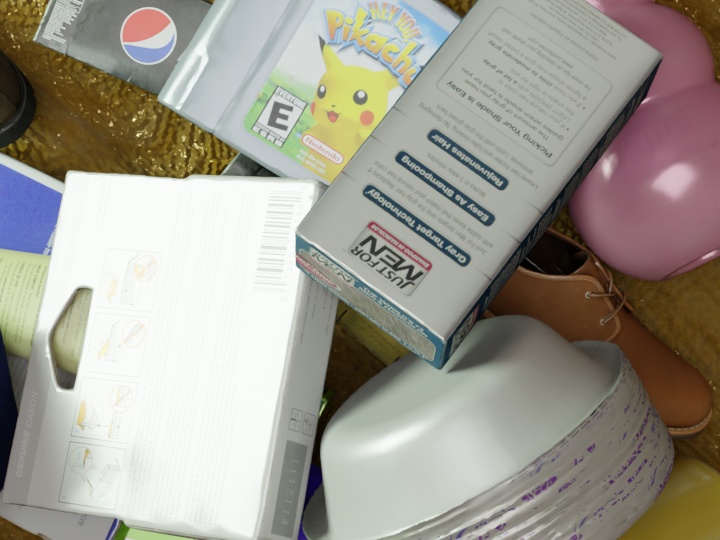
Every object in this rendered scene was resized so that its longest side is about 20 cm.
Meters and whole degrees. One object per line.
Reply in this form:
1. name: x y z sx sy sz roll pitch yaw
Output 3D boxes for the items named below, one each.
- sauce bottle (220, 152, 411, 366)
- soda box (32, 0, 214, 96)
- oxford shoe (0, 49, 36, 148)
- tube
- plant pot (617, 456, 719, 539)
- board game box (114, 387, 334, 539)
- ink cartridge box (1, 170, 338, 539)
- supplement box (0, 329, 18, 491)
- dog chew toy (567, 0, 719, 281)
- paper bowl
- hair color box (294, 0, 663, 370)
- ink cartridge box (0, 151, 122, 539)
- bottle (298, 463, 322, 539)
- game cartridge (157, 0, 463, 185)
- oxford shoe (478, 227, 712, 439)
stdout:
1. sauce bottle: 0.000 0.000 1.277 0.200 0.066 0.066 43 95 2
2. soda box: -0.087 -0.125 1.275 0.200 0.071 0.063 24 95 4
3. oxford shoe: -0.278 -0.158 1.275 0.200 0.084 0.073 36 83 17
4. tube: -0.213 0.017 1.253 0.199 0.052 0.058 11 124 13
5. plant pot: 0.146 0.208 1.219 0.189 0.201 0.201 -33 89 -10
6. board game box: -0.108 0.139 1.300 0.101 0.048 0.200 29 95 2
7. ink cartridge box: -0.102 0.046 1.196 0.176 0.045 0.201 4 79 31
8. supplement box: -0.309 0.084 1.224 0.199 0.109 0.110 5 117 24
9. dog chew toy: 0.158 -0.097 1.236 0.124 0.125 0.200 -26 83 5
10. paper bowl: 0.059 0.099 1.150 0.200 0.201 0.105 -29 103 5
11. hair color box: 0.062 -0.058 1.134 0.100 0.061 0.200 36 74 9
12. ink cartridge box: -0.195 0.048 1.290 0.200 0.047 0.198 26 93 13
13. bottle: -0.057 0.210 1.261 0.065 0.083 0.201 27 123 30
14. game cartridge: 0.001 -0.102 1.211 0.200 0.040 0.134 31 90 6
15. oxford shoe: 0.132 0.029 1.248 0.200 0.071 0.071 34 134 -8
